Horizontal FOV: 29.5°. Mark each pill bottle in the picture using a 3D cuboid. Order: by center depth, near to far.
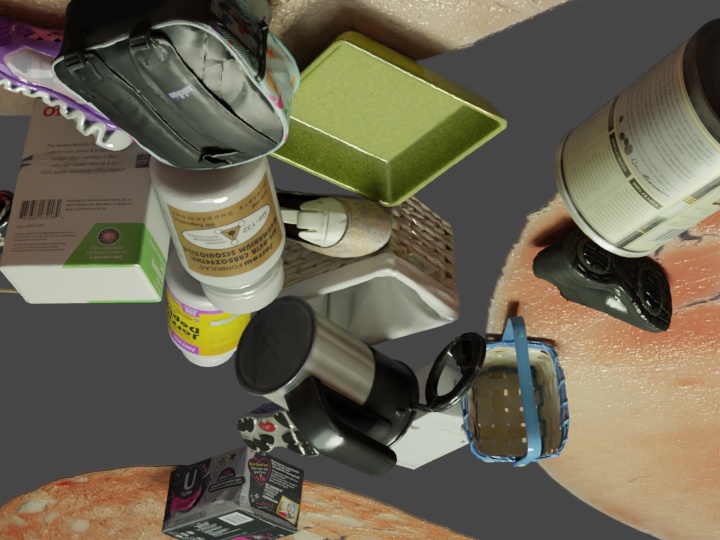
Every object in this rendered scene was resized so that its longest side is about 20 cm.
[{"bbox_3d":[-0.136,-0.050,1.378,0.114,0.115,0.200,0,142,9],"label":"pill bottle"},{"bbox_3d":[-0.184,0.042,1.661,0.104,0.105,0.200,7,150,-3],"label":"pill bottle"}]

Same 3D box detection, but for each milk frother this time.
[{"bbox_3d":[0.006,0.100,1.485,0.200,0.180,0.188,-51,132,5],"label":"milk frother"}]

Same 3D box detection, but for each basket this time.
[{"bbox_3d":[0.000,0.000,1.543,0.199,0.124,0.135,-18,144,35],"label":"basket"},{"bbox_3d":[0.198,0.169,1.753,0.138,0.177,0.200,-1,159,-6],"label":"basket"}]

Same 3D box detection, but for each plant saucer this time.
[{"bbox_3d":[0.010,-0.155,1.348,0.199,0.048,0.200,23,146,-27],"label":"plant saucer"}]

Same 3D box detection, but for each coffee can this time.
[{"bbox_3d":[0.297,-0.118,1.270,0.146,0.147,0.200,20,147,-24],"label":"coffee can"}]

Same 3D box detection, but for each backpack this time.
[{"bbox_3d":[-0.152,-0.183,1.221,0.177,0.151,0.200,-12,140,29],"label":"backpack"}]

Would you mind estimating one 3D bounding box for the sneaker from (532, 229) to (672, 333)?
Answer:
[{"bbox_3d":[0.284,0.015,1.593,0.200,0.076,0.091,32,151,-28],"label":"sneaker"}]

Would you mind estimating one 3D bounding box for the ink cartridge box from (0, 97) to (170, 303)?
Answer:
[{"bbox_3d":[-0.266,-0.074,1.380,0.145,0.201,0.084,-1,152,10],"label":"ink cartridge box"}]

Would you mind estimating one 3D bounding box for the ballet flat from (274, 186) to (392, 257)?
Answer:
[{"bbox_3d":[-0.062,-0.053,1.458,0.199,0.068,0.067,8,-178,34],"label":"ballet flat"}]

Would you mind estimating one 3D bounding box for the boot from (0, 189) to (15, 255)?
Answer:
[{"bbox_3d":[-0.345,-0.037,1.572,0.203,0.074,0.154,-6,154,26],"label":"boot"}]

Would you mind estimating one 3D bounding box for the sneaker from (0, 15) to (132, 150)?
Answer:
[{"bbox_3d":[-0.283,-0.200,1.295,0.200,0.081,0.088,30,124,-22],"label":"sneaker"}]

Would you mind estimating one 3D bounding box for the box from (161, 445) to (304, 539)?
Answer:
[{"bbox_3d":[-0.209,0.374,2.229,0.200,0.115,0.132,-24,138,39],"label":"box"}]

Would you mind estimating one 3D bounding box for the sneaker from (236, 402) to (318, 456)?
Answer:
[{"bbox_3d":[-0.092,0.208,1.954,0.199,0.083,0.081,-2,121,44],"label":"sneaker"}]

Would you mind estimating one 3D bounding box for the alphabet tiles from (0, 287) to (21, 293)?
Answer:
[{"bbox_3d":[-0.377,0.026,1.659,0.166,0.006,0.200,1,178,21],"label":"alphabet tiles"}]

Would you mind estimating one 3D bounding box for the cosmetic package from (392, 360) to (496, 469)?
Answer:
[{"bbox_3d":[0.089,0.206,1.926,0.112,0.081,0.200,18,147,-25],"label":"cosmetic package"}]
